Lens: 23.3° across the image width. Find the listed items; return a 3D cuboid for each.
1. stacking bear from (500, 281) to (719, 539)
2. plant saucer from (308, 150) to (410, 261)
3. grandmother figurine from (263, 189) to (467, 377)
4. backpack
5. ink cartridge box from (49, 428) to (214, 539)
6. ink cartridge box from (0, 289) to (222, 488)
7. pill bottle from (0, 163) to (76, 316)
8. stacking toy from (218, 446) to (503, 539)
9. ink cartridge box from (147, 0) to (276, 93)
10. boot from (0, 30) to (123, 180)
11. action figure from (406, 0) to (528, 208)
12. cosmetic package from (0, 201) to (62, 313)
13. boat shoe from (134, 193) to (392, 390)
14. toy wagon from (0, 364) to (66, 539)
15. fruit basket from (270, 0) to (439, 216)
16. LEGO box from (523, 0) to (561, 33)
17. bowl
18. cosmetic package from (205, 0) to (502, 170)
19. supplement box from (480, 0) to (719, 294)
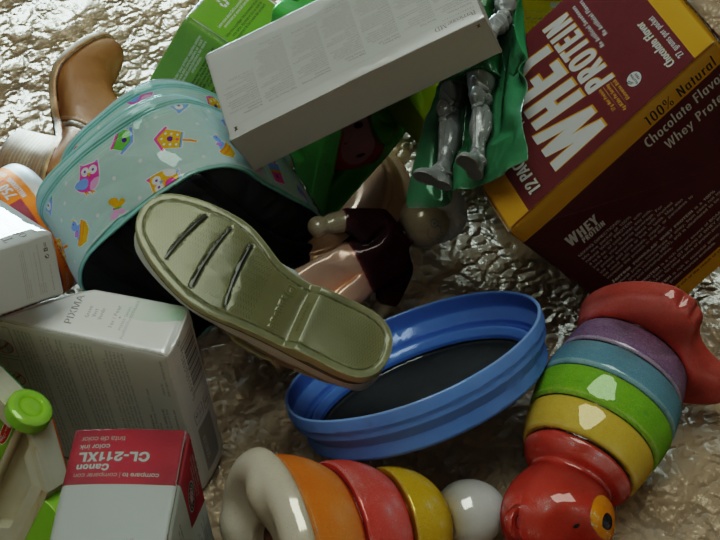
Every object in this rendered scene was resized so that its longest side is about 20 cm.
[{"bbox_3d":[0.165,0.120,1.232,0.113,0.122,0.201,6,52,40],"label":"stacking bear"},{"bbox_3d":[-0.053,-0.059,1.476,0.198,0.033,0.202,-3,47,3],"label":"plant saucer"},{"bbox_3d":[0.000,0.000,1.350,0.199,0.122,0.061,-37,51,-10],"label":"grandmother figurine"},{"bbox_3d":[-0.145,-0.052,1.322,0.175,0.200,0.154,-36,70,14],"label":"backpack"},{"bbox_3d":[-0.154,0.226,1.135,0.082,0.147,0.201,1,46,6],"label":"ink cartridge box"},{"bbox_3d":[-0.207,0.077,1.272,0.198,0.162,0.050,12,51,17],"label":"ink cartridge box"},{"bbox_3d":[-0.327,0.009,1.383,0.199,0.114,0.113,-34,52,-24],"label":"pill bottle"},{"bbox_3d":[0.015,0.179,1.195,0.198,0.147,0.147,-9,44,-24],"label":"stacking toy"},{"bbox_3d":[-0.116,-0.180,1.483,0.075,0.148,0.201,33,35,-5],"label":"ink cartridge box"},{"bbox_3d":[-0.209,-0.120,1.530,0.153,0.074,0.201,15,54,14],"label":"boot"},{"bbox_3d":[0.081,-0.153,1.278,0.117,0.055,0.202,-17,52,39],"label":"action figure"},{"bbox_3d":[-0.294,-0.022,1.242,0.082,0.051,0.199,-23,29,-29],"label":"cosmetic package"},{"bbox_3d":[-0.073,0.023,1.213,0.199,0.068,0.075,34,67,2],"label":"boat shoe"},{"bbox_3d":[-0.260,0.136,1.229,0.200,0.156,0.039,42,38,13],"label":"toy wagon"},{"bbox_3d":[0.032,-0.136,1.387,0.214,0.217,0.156,23,52,25],"label":"fruit basket"},{"bbox_3d":[0.202,-0.268,1.614,0.197,0.078,0.150,3,47,10],"label":"LEGO box"},{"bbox_3d":[0.043,0.077,1.268,0.199,0.040,0.201,-20,16,6],"label":"bowl"},{"bbox_3d":[-0.006,-0.153,1.244,0.198,0.051,0.083,-24,56,10],"label":"cosmetic package"},{"bbox_3d":[0.206,-0.096,1.313,0.197,0.199,0.133,-43,46,15],"label":"supplement box"}]
